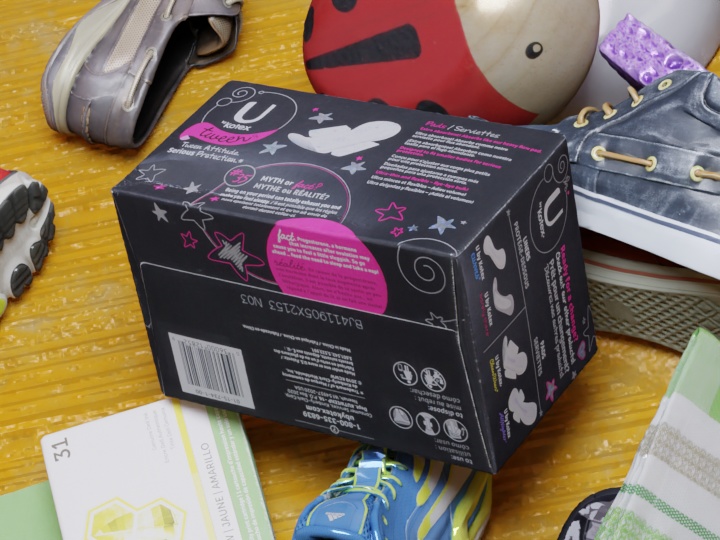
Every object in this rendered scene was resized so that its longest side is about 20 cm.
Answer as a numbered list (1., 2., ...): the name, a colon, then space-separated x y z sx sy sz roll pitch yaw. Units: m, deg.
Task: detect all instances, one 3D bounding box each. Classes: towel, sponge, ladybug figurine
1. towel: 0.175 0.146 1.298 0.149 0.031 0.201 35 61 -13
2. sponge: 0.214 -0.054 1.407 0.200 0.111 0.030 41 94 30
3. ladybug figurine: 0.036 -0.124 1.452 0.072 0.137 0.199 -21 5 -42

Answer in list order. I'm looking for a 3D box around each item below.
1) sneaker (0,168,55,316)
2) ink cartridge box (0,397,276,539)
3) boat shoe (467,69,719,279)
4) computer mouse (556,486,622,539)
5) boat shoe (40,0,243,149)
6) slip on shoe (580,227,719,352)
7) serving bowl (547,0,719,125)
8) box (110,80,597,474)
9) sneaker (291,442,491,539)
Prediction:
1. sneaker: -0.248 0.019 1.487 0.085 0.077 0.200 20 56 35
2. ink cartridge box: -0.140 0.152 1.384 0.199 0.048 0.146 -16 56 -2
3. boat shoe: 0.132 -0.062 1.361 0.199 0.071 0.091 21 97 29
4. computer mouse: 0.084 0.198 1.307 0.139 0.046 0.201 7 69 5
5. boat shoe: -0.099 -0.147 1.565 0.073 0.075 0.200 30 76 16
6. slip on shoe: 0.168 0.005 1.406 0.199 0.074 0.061 15 58 26
7. serving bowl: 0.105 -0.170 1.535 0.199 0.066 0.201 -6 56 9
8. box: 0.000 0.000 1.352 0.199 0.133 0.115 12 39 32
9. sneaker: 0.015 0.120 1.336 0.075 0.105 0.201 5 59 14
